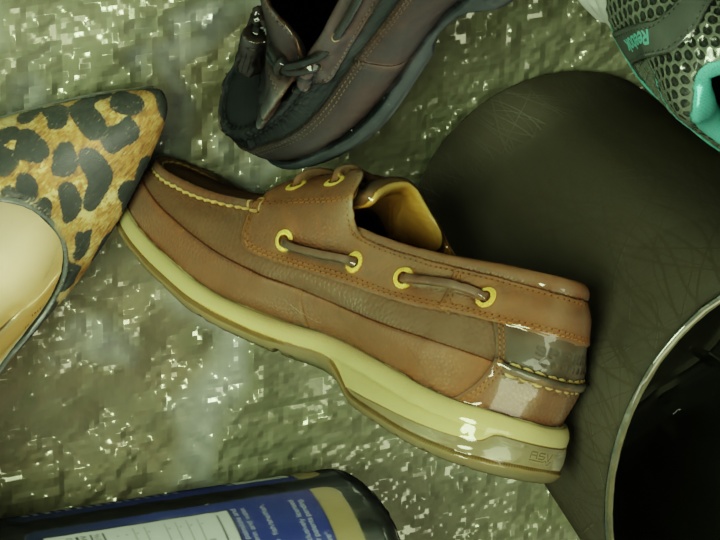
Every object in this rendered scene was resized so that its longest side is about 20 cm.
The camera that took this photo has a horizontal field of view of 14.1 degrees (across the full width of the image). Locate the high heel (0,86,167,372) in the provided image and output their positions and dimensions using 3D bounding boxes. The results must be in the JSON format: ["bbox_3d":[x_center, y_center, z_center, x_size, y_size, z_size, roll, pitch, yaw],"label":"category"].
[{"bbox_3d":[-0.122,0.031,0.919,0.200,0.143,0.071,-39,127,2],"label":"high heel"}]

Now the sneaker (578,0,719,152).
[{"bbox_3d":[0.146,-0.044,0.899,0.200,0.091,0.078,25,120,-34],"label":"sneaker"}]

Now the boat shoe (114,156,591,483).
[{"bbox_3d":[0.000,0.000,0.931,0.072,0.200,0.068,12,102,-47],"label":"boat shoe"}]

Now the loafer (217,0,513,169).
[{"bbox_3d":[-0.001,-0.095,0.903,0.063,0.072,0.200,14,151,-27],"label":"loafer"}]

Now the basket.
[{"bbox_3d":[0.103,0.023,0.981,0.136,0.200,0.181,-30,127,-6],"label":"basket"}]

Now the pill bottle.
[{"bbox_3d":[-0.087,0.137,1.018,0.199,0.112,0.112,-7,121,-20],"label":"pill bottle"}]
